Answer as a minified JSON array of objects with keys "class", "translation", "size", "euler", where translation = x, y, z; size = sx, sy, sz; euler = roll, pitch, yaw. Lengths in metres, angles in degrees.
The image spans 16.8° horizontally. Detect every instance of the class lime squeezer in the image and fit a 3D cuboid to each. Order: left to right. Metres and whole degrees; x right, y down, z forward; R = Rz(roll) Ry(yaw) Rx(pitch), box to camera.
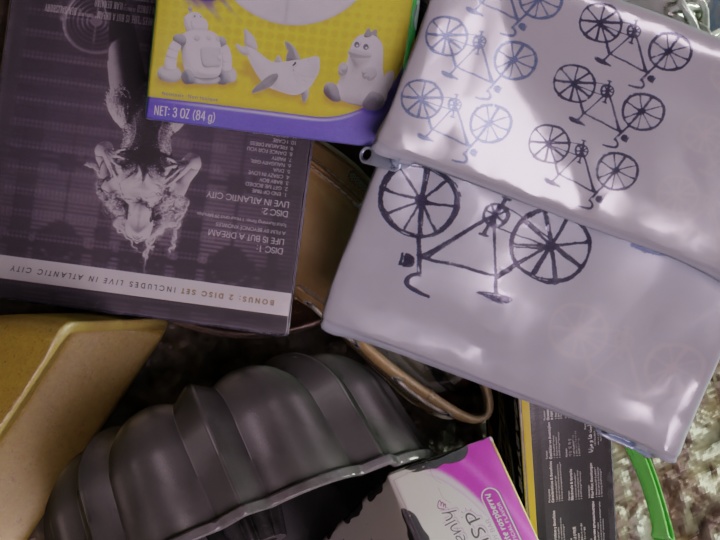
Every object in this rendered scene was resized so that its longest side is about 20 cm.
[{"class":"lime squeezer","translation":[0.158,0.044,1.297],"size":[0.038,0.070,0.201],"euler":[32,68,-34]}]

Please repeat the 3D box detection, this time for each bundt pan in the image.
[{"class":"bundt pan","translation":[-0.064,0.101,1.176],"size":[0.201,0.202,0.076],"euler":[-21,77,-13]}]

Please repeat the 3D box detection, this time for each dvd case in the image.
[{"class":"dvd case","translation":[-0.094,-0.078,1.130],"size":[0.148,0.016,0.201],"euler":[7,90,-2]}]

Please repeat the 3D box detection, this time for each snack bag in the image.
[{"class":"snack bag","translation":[0.091,-0.026,1.079],"size":[0.188,0.021,0.201],"euler":[21,111,-4]}]

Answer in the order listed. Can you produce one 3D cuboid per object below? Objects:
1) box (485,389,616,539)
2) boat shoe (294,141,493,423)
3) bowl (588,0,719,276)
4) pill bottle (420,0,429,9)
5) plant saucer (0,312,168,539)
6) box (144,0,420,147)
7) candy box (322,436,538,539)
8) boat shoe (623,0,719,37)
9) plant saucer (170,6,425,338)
[{"class":"box","translation":[0.095,0.100,1.235],"size":[0.049,0.160,0.201],"euler":[-5,112,-1]},{"class":"boat shoe","translation":[0.000,0.000,1.174],"size":[0.200,0.076,0.072],"euler":[42,94,-24]},{"class":"bowl","translation":[0.142,-0.065,1.189],"size":[0.200,0.200,0.108],"euler":[-40,147,-4]},{"class":"pill bottle","translation":[0.029,-0.218,1.131],"size":[0.114,0.114,0.200],"euler":[-41,117,-3]},{"class":"plant saucer","translation":[-0.182,0.093,1.139],"size":[0.048,0.200,0.200],"euler":[35,94,7]},{"class":"box","translation":[-0.027,-0.159,1.066],"size":[0.117,0.048,0.201],"euler":[6,111,-2]},{"class":"candy box","translation":[0.037,0.179,1.197],"size":[0.061,0.200,0.137],"euler":[-19,76,-23]},{"class":"boat shoe","translation":[0.131,-0.111,1.101],"size":[0.202,0.086,0.075],"euler":[-42,134,-3]},{"class":"plant saucer","translation":[-0.050,-0.067,1.197],"size":[0.200,0.037,0.201],"euler":[-7,111,-18]}]
